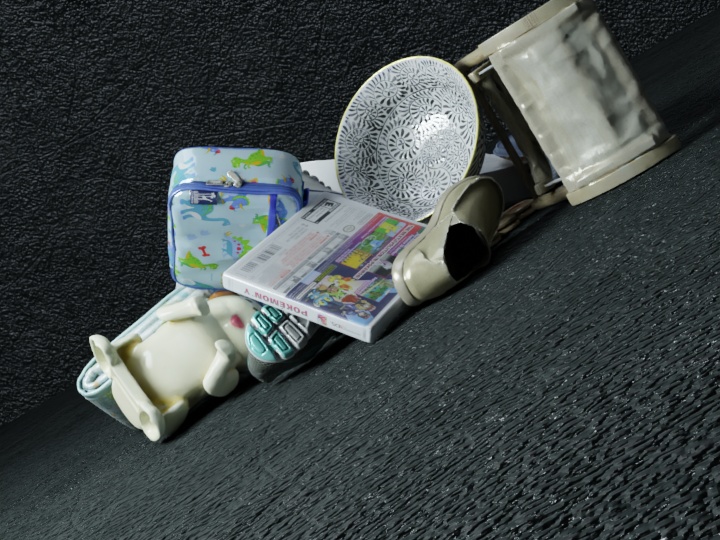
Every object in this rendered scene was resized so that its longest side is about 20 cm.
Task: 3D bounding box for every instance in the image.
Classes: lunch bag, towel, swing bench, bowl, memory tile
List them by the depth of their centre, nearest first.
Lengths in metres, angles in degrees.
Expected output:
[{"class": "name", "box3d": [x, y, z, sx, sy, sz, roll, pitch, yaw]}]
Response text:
[{"class": "swing bench", "box3d": [0.218, -0.182, 1.305, 0.130, 0.199, 0.200, -31, 4, -4]}, {"class": "bowl", "box3d": [0.076, -0.139, 1.399, 0.201, 0.201, 0.094, -28, -27, 29]}, {"class": "lunch bag", "box3d": [-0.145, -0.057, 1.405, 0.160, 0.083, 0.200, 3, -37, -8]}, {"class": "memory tile", "box3d": [0.114, -0.023, 1.405, 0.153, 0.017, 0.200, -27, 7, 41]}, {"class": "towel", "box3d": [-0.247, 0.114, 1.524, 0.200, 0.048, 0.171, -40, -28, -5]}]

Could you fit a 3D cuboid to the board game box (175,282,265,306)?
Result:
[{"class": "board game box", "box3d": [-0.152, -0.006, 1.657, 0.200, 0.043, 0.199, -7, -25, -15]}]

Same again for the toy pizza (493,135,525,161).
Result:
[{"class": "toy pizza", "box3d": [0.269, -0.163, 1.521, 0.200, 0.032, 0.200, -13, 13, 3]}]

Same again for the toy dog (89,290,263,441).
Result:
[{"class": "toy dog", "box3d": [-0.190, 0.107, 1.409, 0.200, 0.140, 0.194, -33, -23, -20]}]

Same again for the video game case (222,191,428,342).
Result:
[{"class": "video game case", "box3d": [-0.016, -0.009, 1.276, 0.182, 0.023, 0.200, 19, 38, 25]}]

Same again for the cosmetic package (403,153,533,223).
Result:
[{"class": "cosmetic package", "box3d": [0.106, -0.110, 1.557, 0.200, 0.052, 0.151, -15, 15, -27]}]

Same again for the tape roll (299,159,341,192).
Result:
[{"class": "tape roll", "box3d": [-0.046, -0.096, 1.702, 0.202, 0.071, 0.202, -4, -12, -1]}]

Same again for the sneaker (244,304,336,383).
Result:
[{"class": "sneaker", "box3d": [-0.054, 0.051, 1.302, 0.200, 0.078, 0.091, -33, -21, -34]}]

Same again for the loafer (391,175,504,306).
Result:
[{"class": "loafer", "box3d": [0.107, -0.032, 1.241, 0.068, 0.076, 0.200, -7, 33, 40]}]

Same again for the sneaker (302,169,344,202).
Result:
[{"class": "sneaker", "box3d": [-0.065, -0.092, 1.483, 0.073, 0.200, 0.071, 122, 154, -49]}]
